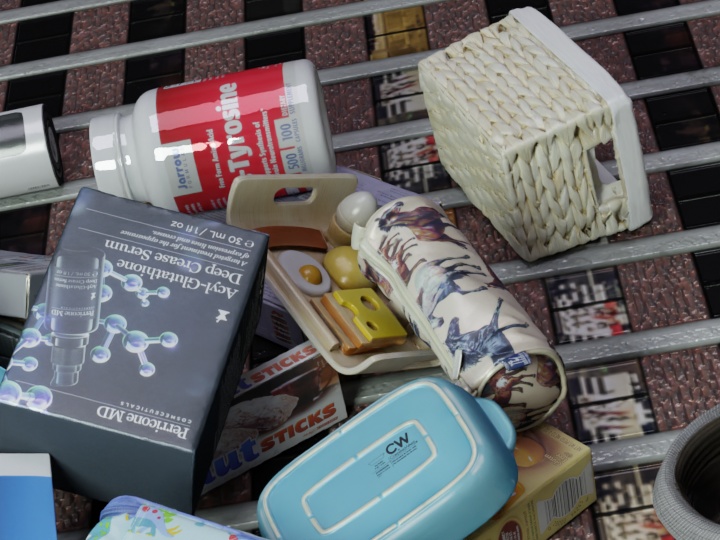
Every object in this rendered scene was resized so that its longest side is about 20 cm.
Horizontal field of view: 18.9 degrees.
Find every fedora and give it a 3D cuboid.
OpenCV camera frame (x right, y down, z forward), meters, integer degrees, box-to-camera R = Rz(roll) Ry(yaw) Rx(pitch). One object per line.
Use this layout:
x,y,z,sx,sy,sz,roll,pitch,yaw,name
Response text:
0.302,0.155,1.467,0.199,0.091,0.177,-21,34,-1,fedora

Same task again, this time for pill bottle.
-0.127,-0.109,1.862,0.199,0.113,0.112,-11,35,3,pill bottle

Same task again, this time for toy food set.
0.000,0.000,1.699,0.143,0.061,0.200,-3,46,-48,toy food set

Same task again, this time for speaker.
-0.385,-0.098,2.037,0.199,0.082,0.081,-11,35,1,speaker

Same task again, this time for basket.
0.146,-0.115,1.858,0.123,0.136,0.200,-24,37,-9,basket

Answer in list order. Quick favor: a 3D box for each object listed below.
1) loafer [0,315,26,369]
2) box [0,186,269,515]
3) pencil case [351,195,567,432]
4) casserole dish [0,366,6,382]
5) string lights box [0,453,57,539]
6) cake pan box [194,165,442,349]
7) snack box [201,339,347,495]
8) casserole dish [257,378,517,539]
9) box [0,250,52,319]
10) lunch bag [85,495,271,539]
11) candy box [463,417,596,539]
-0.312,0.057,1.811,0.199,0.072,0.063,7,33,28,loafer
-0.164,0.060,1.575,0.148,0.107,0.201,14,54,3,box
0.069,0.030,1.593,0.089,0.078,0.200,3,37,-38,pencil case
-0.277,0.109,1.692,0.200,0.121,0.039,25,72,40,casserole dish
-0.233,0.225,1.457,0.059,0.103,0.200,2,34,-13,string lights box
-0.057,-0.022,1.858,0.199,0.053,0.184,21,44,38,cake pan box
-0.104,0.124,1.648,0.199,0.072,0.024,-27,39,-20,snack box
0.012,0.148,1.470,0.200,0.039,0.121,-34,51,0,casserole dish
-0.324,0.007,1.840,0.199,0.041,0.156,7,6,23,box
-0.088,0.234,1.413,0.199,0.161,0.083,11,51,26,lunch bag
0.059,0.173,1.544,0.200,0.056,0.115,-33,41,-29,candy box
